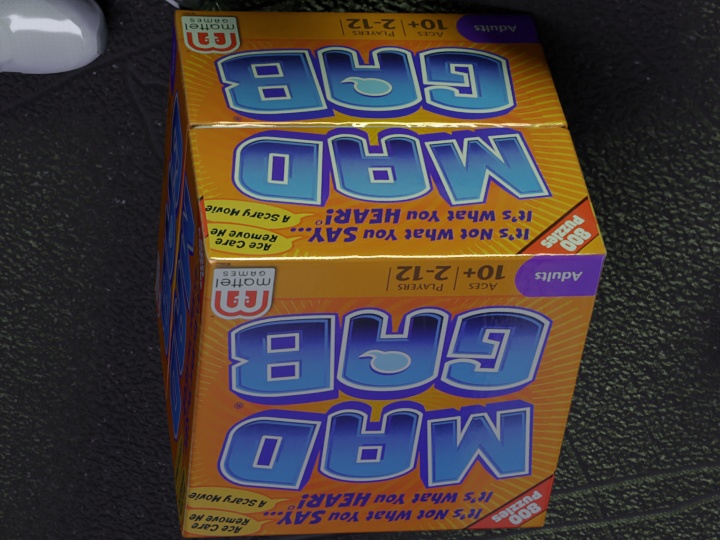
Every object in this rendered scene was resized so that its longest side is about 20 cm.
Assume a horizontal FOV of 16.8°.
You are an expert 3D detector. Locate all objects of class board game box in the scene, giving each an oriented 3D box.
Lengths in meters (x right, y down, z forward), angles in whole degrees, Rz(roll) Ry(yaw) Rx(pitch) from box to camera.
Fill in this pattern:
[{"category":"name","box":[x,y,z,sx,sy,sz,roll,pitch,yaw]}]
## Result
[{"category":"board game box","box":[0.000,0.000,1.298,0.199,0.200,0.201,-1,132,-10]}]

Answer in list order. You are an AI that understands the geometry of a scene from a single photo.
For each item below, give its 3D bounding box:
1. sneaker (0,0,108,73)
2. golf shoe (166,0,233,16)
[{"category":"sneaker","box":[-0.242,-0.133,1.372,0.199,0.080,0.071,7,129,8]},{"category":"golf shoe","box":[-0.150,-0.204,1.302,0.200,0.078,0.094,41,150,-20]}]
